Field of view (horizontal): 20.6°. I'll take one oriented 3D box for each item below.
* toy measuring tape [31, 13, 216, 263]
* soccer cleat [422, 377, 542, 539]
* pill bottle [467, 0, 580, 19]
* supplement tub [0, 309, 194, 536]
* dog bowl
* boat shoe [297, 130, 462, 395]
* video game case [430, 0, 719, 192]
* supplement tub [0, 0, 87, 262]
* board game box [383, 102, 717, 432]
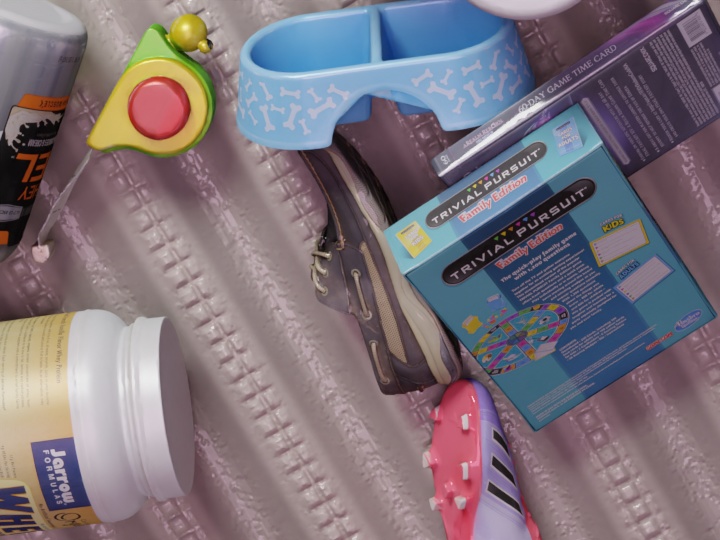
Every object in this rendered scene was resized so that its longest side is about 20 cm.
[{"bbox_3d":[-0.150,-0.080,1.335,0.073,0.074,0.201,29,103,-5],"label":"toy measuring tape"},{"bbox_3d":[0.093,0.171,1.397,0.076,0.067,0.202,-9,99,-28],"label":"soccer cleat"},{"bbox_3d":[0.098,-0.221,1.224,0.111,0.200,0.113,1,104,2],"label":"pill bottle"},{"bbox_3d":[-0.220,0.104,1.342,0.198,0.144,0.146,-8,103,4],"label":"supplement tub"},{"bbox_3d":[0.013,-0.133,1.288,0.198,0.112,0.050,-7,122,4],"label":"dog bowl"},{"bbox_3d":[0.000,0.000,1.346,0.073,0.075,0.201,-26,100,8],"label":"boat shoe"},{"bbox_3d":[0.155,-0.094,1.294,0.199,0.143,0.019,-33,60,9],"label":"video game case"},{"bbox_3d":[-0.266,-0.088,1.309,0.122,0.123,0.201,21,104,-3],"label":"supplement tub"},{"bbox_3d":[0.129,0.003,1.305,0.150,0.047,0.200,-33,133,8],"label":"board game box"}]
